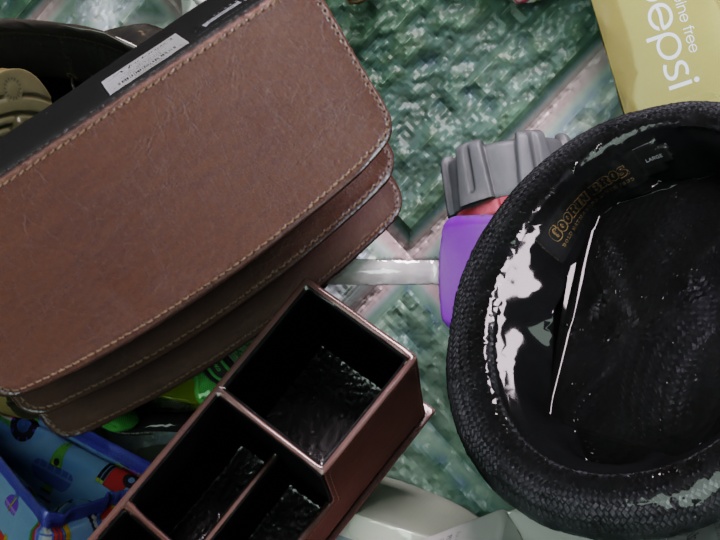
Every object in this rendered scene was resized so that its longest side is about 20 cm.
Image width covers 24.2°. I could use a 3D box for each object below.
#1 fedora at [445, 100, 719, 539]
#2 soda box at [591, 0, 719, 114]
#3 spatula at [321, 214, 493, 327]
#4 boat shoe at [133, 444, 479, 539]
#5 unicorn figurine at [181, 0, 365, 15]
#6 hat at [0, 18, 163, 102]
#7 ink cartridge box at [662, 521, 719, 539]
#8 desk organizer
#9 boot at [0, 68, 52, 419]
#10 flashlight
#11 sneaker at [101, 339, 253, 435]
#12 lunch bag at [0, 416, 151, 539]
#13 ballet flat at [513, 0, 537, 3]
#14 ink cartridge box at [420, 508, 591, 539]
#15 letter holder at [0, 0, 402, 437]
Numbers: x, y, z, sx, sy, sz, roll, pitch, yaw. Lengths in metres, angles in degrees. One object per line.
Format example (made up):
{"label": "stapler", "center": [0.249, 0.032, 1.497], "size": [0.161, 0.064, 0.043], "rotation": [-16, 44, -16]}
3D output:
{"label": "fedora", "center": [0.133, 0.031, 0.709], "size": [0.199, 0.092, 0.202], "rotation": [-15, 54, 22]}
{"label": "soda box", "center": [0.143, -0.132, 0.796], "size": [0.063, 0.068, 0.202], "rotation": [-18, 82, 16]}
{"label": "spatula", "center": [0.000, 0.000, 0.805], "size": [0.198, 0.021, 0.057], "rotation": [2, 93, 24]}
{"label": "boat shoe", "center": [-0.028, 0.138, 0.840], "size": [0.199, 0.070, 0.072], "rotation": [9, 100, 22]}
{"label": "unicorn figurine", "center": [-0.078, -0.173, 0.875], "size": [0.198, 0.074, 0.138], "rotation": [-26, 70, 0]}
{"label": "hat", "center": [-0.124, -0.078, 0.857], "size": [0.198, 0.202, 0.081], "rotation": [10, 53, 18]}
{"label": "ink cartridge box", "center": [0.216, 0.093, 0.711], "size": [0.200, 0.145, 0.084], "rotation": [-42, 90, 11]}
{"label": "desk organizer", "center": [-0.056, 0.108, 0.754], "size": [0.071, 0.077, 0.200], "rotation": [34, 74, 18]}
{"label": "boot", "center": [-0.238, -0.017, 0.838], "size": [0.198, 0.066, 0.177], "rotation": [9, 103, 34]}
{"label": "flashlight", "center": [0.086, 0.037, 0.800], "size": [0.067, 0.068, 0.202], "rotation": [-4, 78, -23]}
{"label": "sneaker", "center": [-0.136, 0.036, 0.854], "size": [0.198, 0.085, 0.079], "rotation": [8, 120, 19]}
{"label": "lunch bag", "center": [-0.186, 0.146, 0.863], "size": [0.199, 0.093, 0.152], "rotation": [25, 110, 44]}
{"label": "ballet flat", "center": [0.047, -0.229, 0.834], "size": [0.075, 0.064, 0.202], "rotation": [-23, 79, 32]}
{"label": "ink cartridge box", "center": [0.041, 0.189, 0.769], "size": [0.199, 0.068, 0.117], "rotation": [-26, 110, 25]}
{"label": "letter holder", "center": [-0.079, -0.017, 0.726], "size": [0.199, 0.101, 0.143], "rotation": [-34, 107, -5]}
